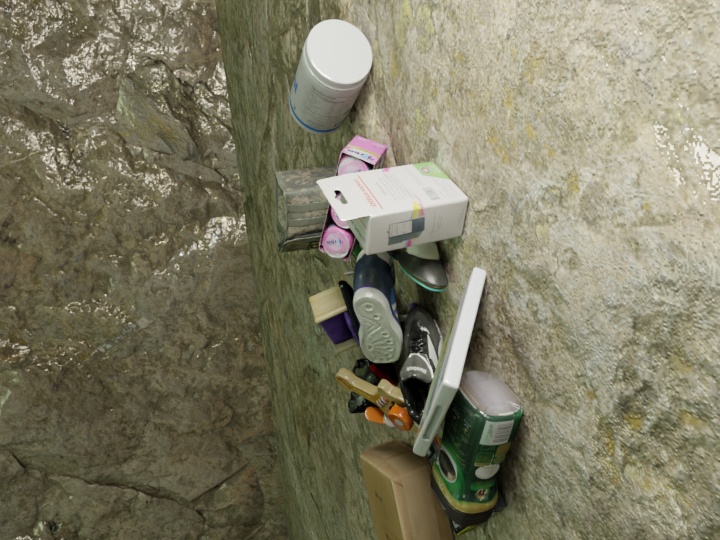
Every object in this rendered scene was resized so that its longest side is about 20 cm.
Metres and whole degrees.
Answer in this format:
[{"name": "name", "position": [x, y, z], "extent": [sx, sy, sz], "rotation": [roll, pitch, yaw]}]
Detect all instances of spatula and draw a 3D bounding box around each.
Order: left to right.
[{"name": "spatula", "position": [0.079, 0.090, 1.051], "extent": [0.199, 0.020, 0.058], "rotation": [170, 88, -72]}]

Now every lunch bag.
[{"name": "lunch bag", "position": [-0.115, -0.128, 1.277], "extent": [0.119, 0.160, 0.204], "rotation": [-120, 27, -46]}]

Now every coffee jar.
[{"name": "coffee jar", "position": [0.159, 0.254, 0.773], "extent": [0.105, 0.083, 0.205], "rotation": [-128, 42, -58]}]

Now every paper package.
[{"name": "paper package", "position": [0.089, 0.464, 1.094], "extent": [0.199, 0.101, 0.196], "rotation": [164, 93, -70]}]

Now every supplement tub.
[{"name": "supplement tub", "position": [-0.063, -0.366, 1.061], "extent": [0.200, 0.129, 0.135], "rotation": [139, 119, -68]}]

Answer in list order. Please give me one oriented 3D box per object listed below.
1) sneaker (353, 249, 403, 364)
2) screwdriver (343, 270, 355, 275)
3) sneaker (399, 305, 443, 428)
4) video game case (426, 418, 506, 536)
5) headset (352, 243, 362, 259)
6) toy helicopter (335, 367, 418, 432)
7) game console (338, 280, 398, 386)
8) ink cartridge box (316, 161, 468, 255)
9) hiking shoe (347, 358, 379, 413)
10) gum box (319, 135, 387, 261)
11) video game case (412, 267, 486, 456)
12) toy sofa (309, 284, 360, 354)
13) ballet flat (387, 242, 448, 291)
[{"name": "sneaker", "position": [0.035, 0.051, 0.957], "extent": [0.203, 0.078, 0.149], "rotation": [73, -162, -45]}, {"name": "screwdriver", "position": [0.000, 0.000, 1.078], "extent": [0.028, 0.029, 0.200], "rotation": [65, -170, 4]}, {"name": "sneaker", "position": [0.099, 0.154, 0.887], "extent": [0.090, 0.065, 0.206], "rotation": [38, -132, -65]}, {"name": "video game case", "position": [0.162, 0.326, 0.931], "extent": [0.182, 0.025, 0.203], "rotation": [107, 148, -53]}, {"name": "headset", "position": [-0.005, -0.111, 1.149], "extent": [0.124, 0.092, 0.203], "rotation": [47, 158, 50]}, {"name": "toy helicopter", "position": [0.038, 0.239, 1.009], "extent": [0.197, 0.079, 0.134], "rotation": [22, 145, 28]}, {"name": "game console", "position": [0.015, 0.136, 1.116], "extent": [0.177, 0.031, 0.203], "rotation": [49, -164, -57]}, {"name": "ink cartridge box", "position": [0.042, -0.091, 0.795], "extent": [0.118, 0.195, 0.069], "rotation": [-122, 28, -45]}, {"name": "hiking shoe", "position": [0.016, 0.259, 1.264], "extent": [0.201, 0.074, 0.103], "rotation": [119, 146, -48]}, {"name": "gum box", "position": [-0.016, -0.129, 1.007], "extent": [0.114, 0.065, 0.204], "rotation": [-64, -9, -60]}, {"name": "video game case", "position": [0.124, 0.127, 0.760], "extent": [0.184, 0.022, 0.202], "rotation": [101, -169, -47]}, {"name": "toy sofa", "position": [-0.043, 0.127, 1.225], "extent": [0.201, 0.081, 0.099], "rotation": [67, -178, -60]}, {"name": "ballet flat", "position": [0.087, -0.033, 0.905], "extent": [0.200, 0.066, 0.070], "rotation": [-137, 52, -60]}]
